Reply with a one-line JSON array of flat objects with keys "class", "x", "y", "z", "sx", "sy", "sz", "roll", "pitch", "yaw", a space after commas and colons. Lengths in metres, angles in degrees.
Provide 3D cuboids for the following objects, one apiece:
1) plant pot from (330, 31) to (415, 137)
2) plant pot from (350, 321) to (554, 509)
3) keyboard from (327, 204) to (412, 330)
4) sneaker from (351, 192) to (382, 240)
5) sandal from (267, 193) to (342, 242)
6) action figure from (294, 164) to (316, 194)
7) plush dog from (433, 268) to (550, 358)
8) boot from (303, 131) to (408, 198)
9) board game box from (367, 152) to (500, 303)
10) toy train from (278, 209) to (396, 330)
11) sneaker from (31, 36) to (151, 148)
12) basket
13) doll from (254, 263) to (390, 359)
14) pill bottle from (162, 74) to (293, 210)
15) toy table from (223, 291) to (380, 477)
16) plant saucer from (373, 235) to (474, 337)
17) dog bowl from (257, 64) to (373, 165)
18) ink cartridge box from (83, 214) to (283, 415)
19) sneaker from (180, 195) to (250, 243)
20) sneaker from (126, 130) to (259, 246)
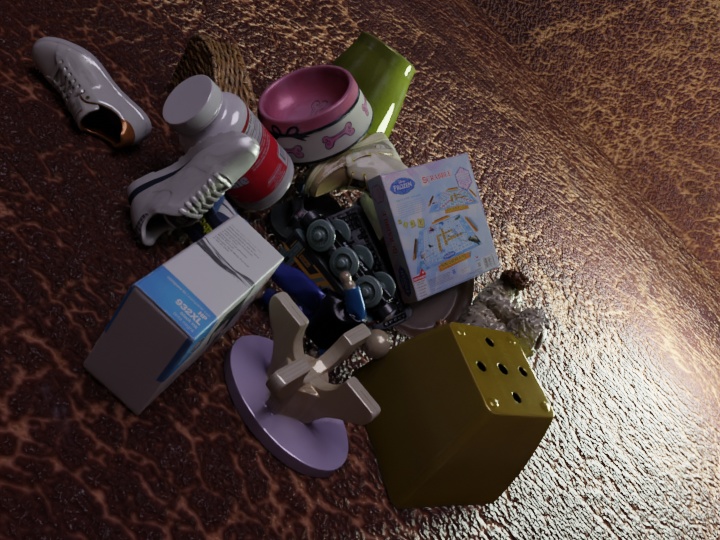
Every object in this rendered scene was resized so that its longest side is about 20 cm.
[{"class": "plant pot", "x": 0.004, "y": -0.348, "z": 1.307, "sx": 0.199, "sy": 0.194, "sz": 0.201, "roll": 33, "pitch": 10, "yaw": -7}, {"class": "plant pot", "x": 0.135, "y": 0.181, "z": 0.901, "sx": 0.198, "sy": 0.177, "sz": 0.201, "roll": 12, "pitch": 42, "yaw": -37}, {"class": "keyboard", "x": 0.000, "y": 0.000, "z": 1.039, "sx": 0.103, "sy": 0.040, "sz": 0.202, "roll": -25, "pitch": 82, "yaw": -11}, {"class": "sneaker", "x": 0.056, "y": -0.070, "z": 1.180, "sx": 0.076, "sy": 0.080, "sz": 0.201, "roll": 14, "pitch": 41, "yaw": -57}, {"class": "sandal", "x": -0.088, "y": -0.101, "z": 1.115, "sx": 0.075, "sy": 0.048, "sz": 0.200, "roll": 44, "pitch": 32, "yaw": 4}, {"class": "action figure", "x": -0.075, "y": -0.206, "z": 1.200, "sx": 0.192, "sy": 0.105, "sz": 0.200, "roll": 30, "pitch": 24, "yaw": 7}, {"class": "plush dog", "x": 0.211, "y": 0.089, "z": 1.086, "sx": 0.159, "sy": 0.202, "sz": 0.172, "roll": 27, "pitch": 39, "yaw": 10}, {"class": "boot", "x": 0.018, "y": -0.139, "z": 1.114, "sx": 0.199, "sy": 0.072, "sz": 0.155, "roll": -33, "pitch": 74, "yaw": -36}, {"class": "board game box", "x": 0.122, "y": -0.073, "z": 1.080, "sx": 0.198, "sy": 0.041, "sz": 0.202, "roll": -18, "pitch": 93, "yaw": -36}, {"class": "toy train", "x": -0.036, "y": 0.009, "z": 0.981, "sx": 0.201, "sy": 0.114, "sz": 0.085, "roll": 50, "pitch": 21, "yaw": 10}, {"class": "sneaker", "x": -0.395, "y": -0.253, "z": 0.949, "sx": 0.199, "sy": 0.073, "sz": 0.085, "roll": 40, "pitch": 30, "yaw": -6}, {"class": "basket", "x": -0.213, "y": -0.285, "z": 1.112, "sx": 0.148, "sy": 0.143, "sz": 0.202, "roll": 10, "pitch": 44, "yaw": -37}, {"class": "doll", "x": -0.047, "y": 0.056, "z": 0.903, "sx": 0.199, "sy": 0.137, "sz": 0.048, "roll": 32, "pitch": 21, "yaw": 8}, {"class": "pill bottle", "x": -0.191, "y": -0.185, "z": 0.979, "sx": 0.200, "sy": 0.111, "sz": 0.113, "roll": 47, "pitch": 18, "yaw": -50}, {"class": "toy table", "x": -0.066, "y": 0.133, "z": 0.804, "sx": 0.200, "sy": 0.117, "sz": 0.184, "roll": 42, "pitch": 32, "yaw": 3}, {"class": "plant saucer", "x": 0.100, "y": 0.014, "z": 1.113, "sx": 0.198, "sy": 0.032, "sz": 0.203, "roll": 4, "pitch": 81, "yaw": -25}, {"class": "dog bowl", "x": -0.082, "y": -0.265, "z": 1.109, "sx": 0.202, "sy": 0.197, "sz": 0.074, "roll": -98, "pitch": 171, "yaw": -46}, {"class": "ink cartridge box", "x": -0.191, "y": 0.043, "z": 0.750, "sx": 0.084, "sy": 0.145, "sz": 0.200, "roll": 41, "pitch": 32, "yaw": -1}, {"class": "sneaker", "x": -0.196, "y": -0.057, "z": 0.933, "sx": 0.082, "sy": 0.074, "sz": 0.201, "roll": 30, "pitch": 22, "yaw": -52}, {"class": "sneaker", "x": -0.212, "y": -0.105, "z": 0.872, "sx": 0.076, "sy": 0.198, "sz": 0.081, "roll": 43, "pitch": 21, "yaw": -54}]
